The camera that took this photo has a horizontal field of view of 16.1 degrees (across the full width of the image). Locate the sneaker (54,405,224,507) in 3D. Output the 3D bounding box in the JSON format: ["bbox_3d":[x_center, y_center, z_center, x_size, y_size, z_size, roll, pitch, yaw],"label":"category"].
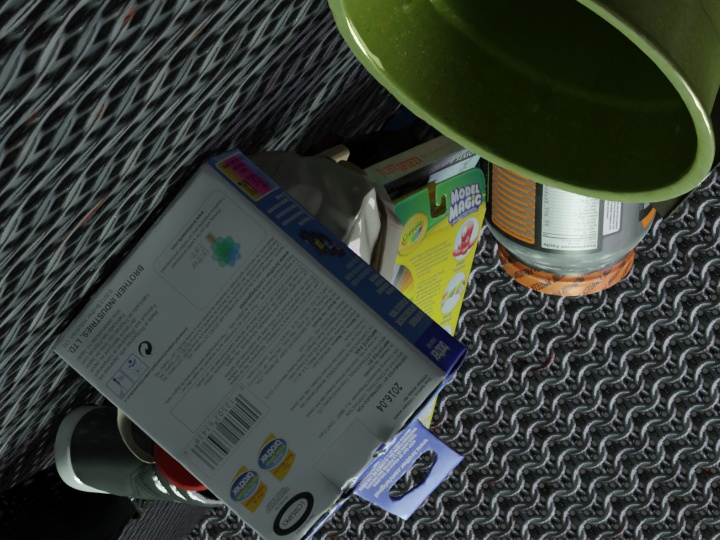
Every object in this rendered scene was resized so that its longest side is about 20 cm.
[{"bbox_3d":[-0.083,0.111,1.530,0.200,0.099,0.071,3,91,-55],"label":"sneaker"}]

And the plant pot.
[{"bbox_3d":[0.114,-0.167,1.208,0.190,0.200,0.200,-61,-179,-21],"label":"plant pot"}]

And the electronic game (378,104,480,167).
[{"bbox_3d":[0.027,-0.041,1.825,0.200,0.042,0.200,-48,-150,39],"label":"electronic game"}]

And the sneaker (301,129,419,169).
[{"bbox_3d":[0.003,-0.060,1.677,0.200,0.076,0.116,-44,171,-46],"label":"sneaker"}]

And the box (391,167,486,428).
[{"bbox_3d":[0.017,0.030,1.603,0.117,0.048,0.200,-25,137,-53],"label":"box"}]

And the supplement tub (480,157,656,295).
[{"bbox_3d":[0.141,-0.088,1.699,0.123,0.122,0.200,-46,147,-40],"label":"supplement tub"}]

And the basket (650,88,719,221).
[{"bbox_3d":[0.143,-0.145,1.412,0.136,0.200,0.180,-48,176,17],"label":"basket"}]

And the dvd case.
[{"bbox_3d":[0.000,0.000,1.665,0.146,0.022,0.200,-25,149,-53],"label":"dvd case"}]

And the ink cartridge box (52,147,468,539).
[{"bbox_3d":[-0.040,0.053,1.325,0.136,0.200,0.076,-49,176,16],"label":"ink cartridge box"}]

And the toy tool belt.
[{"bbox_3d":[-0.053,0.024,1.433,0.123,0.125,0.200,-50,164,-82],"label":"toy tool belt"}]

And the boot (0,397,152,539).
[{"bbox_3d":[-0.161,0.122,1.574,0.158,0.079,0.211,-49,177,6],"label":"boot"}]
